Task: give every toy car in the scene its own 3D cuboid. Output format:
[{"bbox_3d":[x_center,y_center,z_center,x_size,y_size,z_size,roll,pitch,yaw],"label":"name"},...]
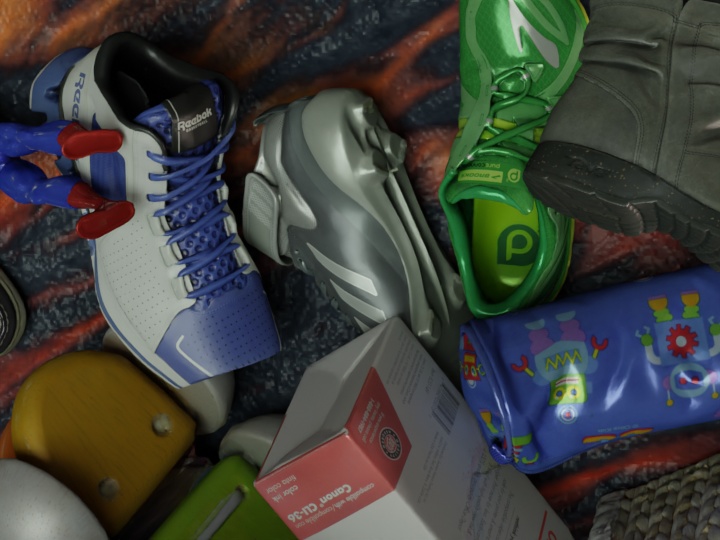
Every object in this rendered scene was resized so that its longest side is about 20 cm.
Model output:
[{"bbox_3d":[-0.118,0.138,1.269,0.200,0.175,0.150,41,147,-1],"label":"toy car"}]

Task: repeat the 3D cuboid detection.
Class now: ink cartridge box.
[{"bbox_3d":[0.042,0.138,1.174,0.067,0.117,0.200,-31,107,28],"label":"ink cartridge box"}]

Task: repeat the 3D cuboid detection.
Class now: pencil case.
[{"bbox_3d":[0.150,0.047,1.162,0.199,0.078,0.087,-12,79,-4],"label":"pencil case"}]

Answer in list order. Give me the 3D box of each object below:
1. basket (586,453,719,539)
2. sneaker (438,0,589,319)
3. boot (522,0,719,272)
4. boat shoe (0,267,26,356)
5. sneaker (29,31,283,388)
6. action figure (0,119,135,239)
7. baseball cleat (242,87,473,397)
[{"bbox_3d":[0.221,0.200,1.161,0.160,0.200,0.199,-29,99,19],"label":"basket"},{"bbox_3d":[0.081,-0.065,1.175,0.074,0.084,0.202,2,107,15],"label":"sneaker"},{"bbox_3d":[0.187,-0.069,1.121,0.199,0.068,0.131,22,78,12],"label":"boot"},{"bbox_3d":[-0.284,-0.009,1.301,0.200,0.065,0.072,37,111,1],"label":"boat shoe"},{"bbox_3d":[-0.101,-0.040,1.195,0.200,0.080,0.115,63,151,2],"label":"sneaker"},{"bbox_3d":[-0.211,-0.055,1.208,0.200,0.098,0.066,18,119,55],"label":"action figure"},{"bbox_3d":[0.000,0.000,1.237,0.106,0.070,0.201,-13,100,33],"label":"baseball cleat"}]
